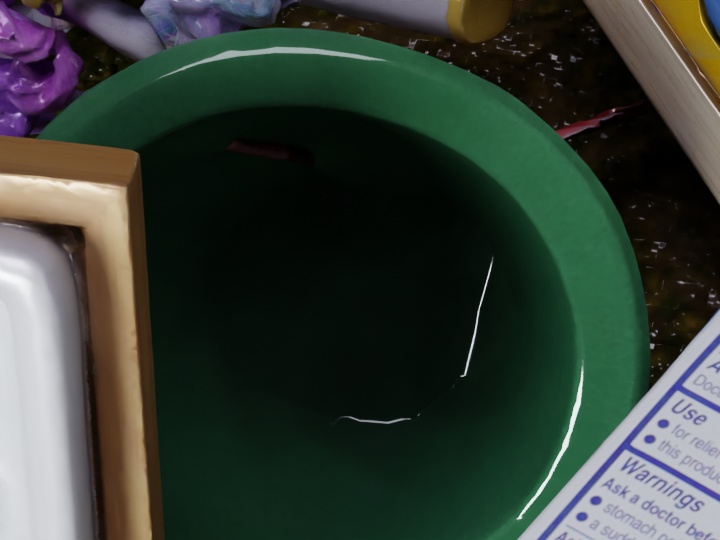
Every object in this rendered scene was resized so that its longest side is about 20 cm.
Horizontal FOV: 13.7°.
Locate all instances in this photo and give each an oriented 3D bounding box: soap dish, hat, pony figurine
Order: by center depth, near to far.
[{"bbox_3d":[-0.119,0.053,0.723,0.157,0.200,0.081,6,29,13],"label":"soap dish"},{"bbox_3d":[0.000,0.000,0.838,0.200,0.166,0.176,13,16,-2],"label":"hat"},{"bbox_3d":[-0.085,-0.094,0.870,0.200,0.167,0.193,14,24,35],"label":"pony figurine"}]

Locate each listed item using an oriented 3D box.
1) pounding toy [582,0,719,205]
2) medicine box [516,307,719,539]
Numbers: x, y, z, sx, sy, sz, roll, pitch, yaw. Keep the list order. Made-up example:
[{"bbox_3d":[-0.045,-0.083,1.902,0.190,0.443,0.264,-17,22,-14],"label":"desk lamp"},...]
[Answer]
[{"bbox_3d":[0.133,-0.145,0.791,0.200,0.142,0.184,-43,66,27],"label":"pounding toy"},{"bbox_3d":[0.105,0.135,0.674,0.182,0.103,0.200,29,59,27],"label":"medicine box"}]
